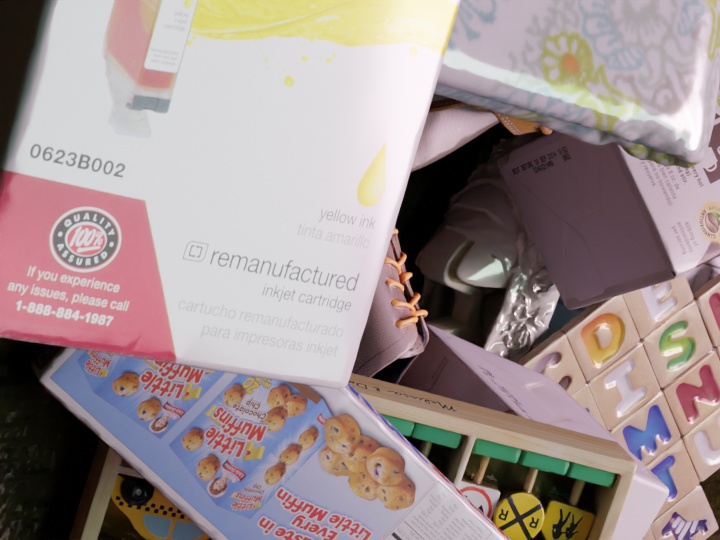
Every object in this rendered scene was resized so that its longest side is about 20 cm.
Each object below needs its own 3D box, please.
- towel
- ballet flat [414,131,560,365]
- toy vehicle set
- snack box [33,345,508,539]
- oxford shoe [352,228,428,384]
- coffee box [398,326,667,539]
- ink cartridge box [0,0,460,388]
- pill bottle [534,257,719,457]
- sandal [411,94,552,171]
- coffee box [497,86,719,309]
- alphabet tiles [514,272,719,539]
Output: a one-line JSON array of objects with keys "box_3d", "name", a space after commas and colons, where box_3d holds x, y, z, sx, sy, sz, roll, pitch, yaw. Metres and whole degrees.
[{"box_3d": [0.055, -0.143, 0.854, 0.199, 0.048, 0.173, 14, 83, -27], "name": "towel"}, {"box_3d": [0.046, 0.024, 1.081, 0.072, 0.071, 0.201, 9, 102, -65], "name": "ballet flat"}, {"box_3d": [-0.007, 0.103, 0.895, 0.027, 0.199, 0.125, -126, -128, -72], "name": "toy vehicle set"}, {"box_3d": [-0.022, 0.075, 0.847, 0.072, 0.024, 0.200, -45, 110, 2], "name": "snack box"}, {"box_3d": [0.000, 0.000, 0.951, 0.071, 0.072, 0.201, -20, 124, -60], "name": "oxford shoe"}, {"box_3d": [0.029, 0.142, 1.001, 0.079, 0.113, 0.201, 24, 101, -28], "name": "coffee box"}, {"box_3d": [-0.052, -0.078, 0.716, 0.144, 0.083, 0.201, 11, 99, -37], "name": "ink cartridge box"}, {"box_3d": [0.124, -0.007, 1.158, 0.113, 0.113, 0.201, 12, 97, -65], "name": "pill bottle"}, {"box_3d": [0.072, -0.082, 0.921, 0.199, 0.054, 0.082, -16, 123, -39], "name": "sandal"}, {"box_3d": [0.177, -0.064, 1.038, 0.199, 0.080, 0.113, -26, -179, -20], "name": "coffee box"}, {"box_3d": [0.121, 0.087, 1.118, 0.200, 0.008, 0.168, -36, 127, -12], "name": "alphabet tiles"}]
